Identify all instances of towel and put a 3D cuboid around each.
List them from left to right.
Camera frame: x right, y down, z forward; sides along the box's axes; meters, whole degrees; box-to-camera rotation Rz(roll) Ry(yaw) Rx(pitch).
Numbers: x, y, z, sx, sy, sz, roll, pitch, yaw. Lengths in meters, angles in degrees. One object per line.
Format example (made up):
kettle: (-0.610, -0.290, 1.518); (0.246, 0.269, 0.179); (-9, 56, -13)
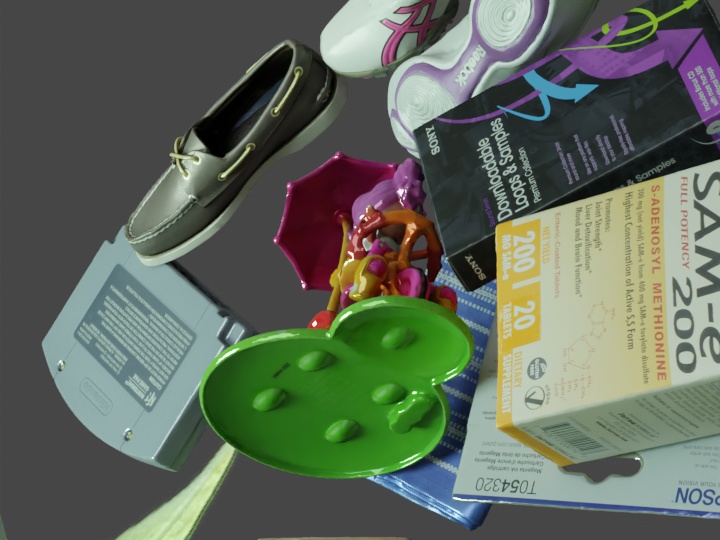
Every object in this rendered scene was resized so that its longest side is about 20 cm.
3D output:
towel: (0.068, 0.050, 1.301); (0.145, 0.024, 0.200); (23, 85, 49)

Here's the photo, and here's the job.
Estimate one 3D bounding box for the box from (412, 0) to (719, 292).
box: (0.131, -0.083, 1.240); (0.200, 0.036, 0.143); (-30, 34, 12)

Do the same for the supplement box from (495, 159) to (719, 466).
supplement box: (0.171, 0.018, 1.106); (0.200, 0.074, 0.126); (-17, 58, 32)

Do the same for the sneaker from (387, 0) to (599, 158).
sneaker: (0.093, -0.136, 1.358); (0.075, 0.100, 0.200); (57, 138, 10)

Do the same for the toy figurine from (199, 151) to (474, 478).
toy figurine: (0.000, 0.000, 1.280); (0.200, 0.150, 0.184); (-43, 31, 45)

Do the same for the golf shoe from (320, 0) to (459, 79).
golf shoe: (0.037, -0.207, 1.433); (0.200, 0.092, 0.073); (-35, 47, 30)

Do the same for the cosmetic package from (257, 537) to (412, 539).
cosmetic package: (-0.014, 0.259, 1.194); (0.103, 0.087, 0.200); (-4, 64, 19)

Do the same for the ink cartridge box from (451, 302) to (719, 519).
ink cartridge box: (0.159, 0.046, 1.182); (0.196, 0.043, 0.200); (0, 68, 40)

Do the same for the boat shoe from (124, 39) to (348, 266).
boat shoe: (-0.100, -0.086, 1.510); (0.200, 0.060, 0.072); (-41, 42, 10)

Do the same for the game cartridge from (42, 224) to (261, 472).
game cartridge: (-0.158, 0.060, 1.527); (0.200, 0.042, 0.133); (38, 101, 50)

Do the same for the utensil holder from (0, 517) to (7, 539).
utensil holder: (-0.337, 0.212, 1.528); (0.170, 0.170, 0.200); (-46, 45, 18)
